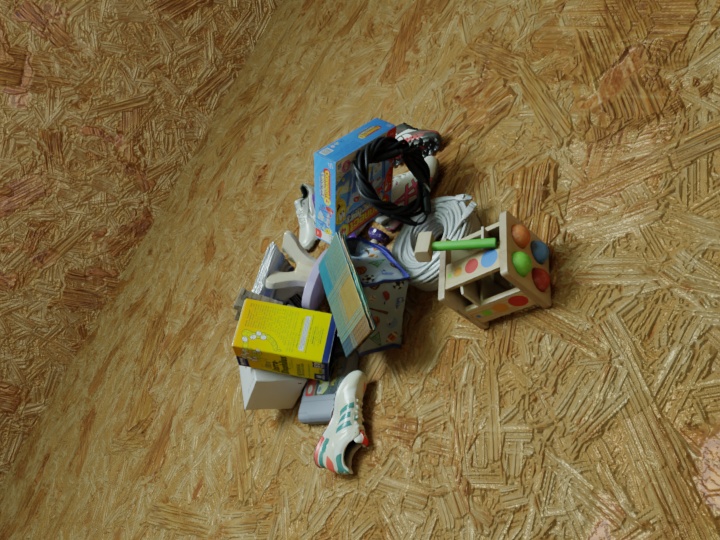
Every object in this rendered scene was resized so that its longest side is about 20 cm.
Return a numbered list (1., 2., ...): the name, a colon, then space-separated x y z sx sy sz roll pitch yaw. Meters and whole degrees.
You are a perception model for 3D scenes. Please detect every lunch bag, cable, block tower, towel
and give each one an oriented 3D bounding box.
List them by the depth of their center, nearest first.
1. towel: -0.028 0.047 1.146 0.147 0.021 0.202 -55 50 56
2. cable: 0.068 -0.182 1.183 0.051 0.199 0.165 -3 73 54
3. cable: 0.151 -0.057 1.227 0.199 0.069 0.201 15 77 57
4. lunch bag: 0.012 0.044 1.229 0.200 0.123 0.172 -133 43 -54
5. block tower: -0.186 0.107 1.361 0.054 0.198 0.058 -76 11 -47
6. towel: -0.211 0.028 1.480 0.024 0.200 0.148 16 76 11

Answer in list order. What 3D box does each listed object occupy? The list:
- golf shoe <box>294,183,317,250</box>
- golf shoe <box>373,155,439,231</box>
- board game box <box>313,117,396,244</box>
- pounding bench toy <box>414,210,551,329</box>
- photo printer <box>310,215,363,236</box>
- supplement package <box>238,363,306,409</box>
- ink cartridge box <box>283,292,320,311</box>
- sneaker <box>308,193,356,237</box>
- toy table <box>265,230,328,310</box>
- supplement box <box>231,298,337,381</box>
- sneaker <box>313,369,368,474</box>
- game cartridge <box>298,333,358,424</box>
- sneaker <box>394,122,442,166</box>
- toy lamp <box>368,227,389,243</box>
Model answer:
1. golf shoe: -0.156 -0.151 1.691 0.078 0.097 0.202 -21 49 40
2. golf shoe: 0.098 -0.186 1.380 0.200 0.092 0.073 -50 25 9
3. board game box: -0.010 -0.181 1.242 0.056 0.197 0.200 27 46 27
4. pounding bench toy: 0.205 -0.017 0.998 0.155 0.199 0.125 -26 44 40
5. photo printer: -0.042 -0.153 1.563 0.167 0.069 0.200 -51 33 11
6. supplement package: -0.209 0.200 1.389 0.122 0.119 0.201 117 147 -41
7. ink cartridge box: -0.149 0.121 1.503 0.094 0.044 0.200 -57 33 4
8. sneaker: -0.052 -0.107 1.456 0.083 0.201 0.081 -38 3 4
9. toy table: -0.137 0.005 1.444 0.200 0.116 0.186 -48 -27 -68
10. supplement box: -0.152 0.146 1.263 0.109 0.198 0.110 95 -174 -60
11. sneaker: -0.013 0.296 1.170 0.093 0.070 0.201 10 69 37
12. game cartridge: -0.064 0.229 1.309 0.132 0.041 0.202 -15 52 42
13. sneaker: 0.124 -0.320 1.476 0.200 0.071 0.099 -5 61 53
14. toy lamp: 0.000 0.000 1.392 0.058 0.058 0.202 8 71 55
